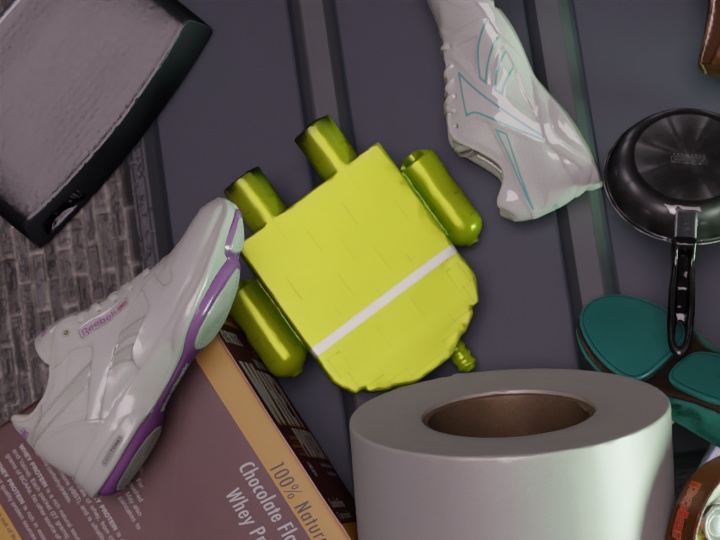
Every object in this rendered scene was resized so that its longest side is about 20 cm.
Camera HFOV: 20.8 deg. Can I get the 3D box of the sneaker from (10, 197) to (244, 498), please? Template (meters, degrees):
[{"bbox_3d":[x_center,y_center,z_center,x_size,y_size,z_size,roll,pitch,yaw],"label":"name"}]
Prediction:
[{"bbox_3d":[-0.145,0.036,1.215,0.099,0.075,0.201,30,88,10],"label":"sneaker"}]

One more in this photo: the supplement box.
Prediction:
[{"bbox_3d":[-0.126,0.156,1.304,0.199,0.133,0.198,-35,80,3],"label":"supplement box"}]

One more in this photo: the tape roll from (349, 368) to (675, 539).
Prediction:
[{"bbox_3d":[0.096,0.153,1.219,0.200,0.203,0.141,-4,100,7],"label":"tape roll"}]

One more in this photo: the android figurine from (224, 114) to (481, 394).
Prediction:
[{"bbox_3d":[0.000,0.000,1.339,0.182,0.041,0.201,-38,89,-6],"label":"android figurine"}]

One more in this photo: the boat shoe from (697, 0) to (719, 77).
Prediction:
[{"bbox_3d":[0.255,-0.231,1.332,0.073,0.076,0.202,14,82,18],"label":"boat shoe"}]

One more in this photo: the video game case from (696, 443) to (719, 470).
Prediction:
[{"bbox_3d":[0.312,0.171,1.287,0.199,0.045,0.182,27,89,10],"label":"video game case"}]

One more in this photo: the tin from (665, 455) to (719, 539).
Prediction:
[{"bbox_3d":[0.268,0.183,1.199,0.199,0.042,0.113,28,75,-27],"label":"tin"}]

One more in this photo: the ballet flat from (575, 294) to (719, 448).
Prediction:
[{"bbox_3d":[0.211,0.077,1.272,0.067,0.200,0.071,-36,120,-15],"label":"ballet flat"}]

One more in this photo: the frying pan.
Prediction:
[{"bbox_3d":[0.201,-0.040,1.295,0.114,0.031,0.191,23,57,20],"label":"frying pan"}]

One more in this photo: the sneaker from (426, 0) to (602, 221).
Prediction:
[{"bbox_3d":[0.084,-0.125,1.341,0.080,0.070,0.201,-32,81,6],"label":"sneaker"}]

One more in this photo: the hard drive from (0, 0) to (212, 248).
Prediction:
[{"bbox_3d":[-0.214,-0.132,1.391,0.135,0.042,0.200,39,90,5],"label":"hard drive"}]
